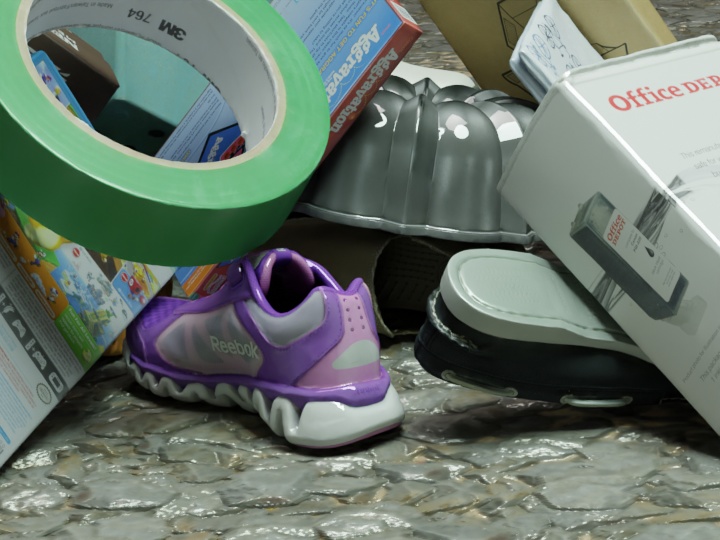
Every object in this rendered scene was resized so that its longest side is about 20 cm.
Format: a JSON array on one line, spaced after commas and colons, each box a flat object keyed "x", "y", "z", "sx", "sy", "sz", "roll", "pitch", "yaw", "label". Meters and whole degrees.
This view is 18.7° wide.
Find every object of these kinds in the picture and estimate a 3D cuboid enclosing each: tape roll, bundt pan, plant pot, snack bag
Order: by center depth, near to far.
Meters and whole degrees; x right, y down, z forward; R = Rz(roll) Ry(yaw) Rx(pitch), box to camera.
[{"x": -0.115, "y": -0.093, "z": 1.136, "sx": 0.199, "sy": 0.048, "sz": 0.201, "roll": 17, "pitch": 44, "yaw": -17, "label": "tape roll"}, {"x": 0.033, "y": -0.073, "z": 1.291, "sx": 0.200, "sy": 0.077, "sz": 0.202, "roll": 7, "pitch": 10, "yaw": -1, "label": "bundt pan"}, {"x": 0.166, "y": -0.077, "z": 1.344, "sx": 0.021, "sy": 0.200, "sz": 0.189, "roll": -37, "pitch": 7, "yaw": 18, "label": "snack bag"}, {"x": -0.144, "y": -0.164, "z": 1.402, "sx": 0.141, "sy": 0.202, "sz": 0.141, "roll": -24, "pitch": -35, "yaw": 38, "label": "plant pot"}]

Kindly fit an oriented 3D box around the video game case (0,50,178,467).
[{"x": -0.179, "y": -0.007, "z": 1.114, "sx": 0.018, "sy": 0.144, "sz": 0.200, "roll": -19, "pitch": 20, "yaw": 36, "label": "video game case"}]

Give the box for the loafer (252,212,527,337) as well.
[{"x": 0.000, "y": 0.000, "z": 1.266, "sx": 0.198, "sy": 0.077, "sz": 0.067, "roll": -2, "pitch": 9, "yaw": 5, "label": "loafer"}]

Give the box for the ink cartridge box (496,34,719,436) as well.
[{"x": 0.188, "y": -0.017, "z": 1.100, "sx": 0.145, "sy": 0.085, "sz": 0.200, "roll": -16, "pitch": 58, "yaw": -42, "label": "ink cartridge box"}]

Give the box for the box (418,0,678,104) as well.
[{"x": 0.140, "y": -0.142, "z": 1.454, "sx": 0.021, "sy": 0.201, "sz": 0.163, "roll": -45, "pitch": 14, "yaw": -36, "label": "box"}]

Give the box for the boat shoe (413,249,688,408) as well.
[{"x": 0.122, "y": 0.037, "z": 1.117, "sx": 0.198, "sy": 0.061, "sz": 0.076, "roll": 14, "pitch": 40, "yaw": -18, "label": "boat shoe"}]

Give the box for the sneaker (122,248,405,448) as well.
[{"x": -0.054, "y": 0.028, "z": 1.150, "sx": 0.080, "sy": 0.089, "sz": 0.199, "roll": -17, "pitch": 19, "yaw": -38, "label": "sneaker"}]

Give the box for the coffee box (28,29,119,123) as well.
[{"x": -0.247, "y": -0.070, "z": 1.272, "sx": 0.114, "sy": 0.201, "sz": 0.080, "roll": 34, "pitch": 8, "yaw": -23, "label": "coffee box"}]

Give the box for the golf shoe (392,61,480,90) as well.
[{"x": -0.016, "y": -0.134, "z": 1.456, "sx": 0.198, "sy": 0.089, "sz": 0.077, "roll": 4, "pitch": 14, "yaw": 12, "label": "golf shoe"}]

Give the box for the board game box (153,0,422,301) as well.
[{"x": -0.052, "y": -0.087, "z": 1.233, "sx": 0.019, "sy": 0.200, "sz": 0.103, "roll": 23, "pitch": 23, "yaw": -42, "label": "board game box"}]

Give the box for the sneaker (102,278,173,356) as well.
[{"x": -0.190, "y": 0.018, "z": 1.237, "sx": 0.088, "sy": 0.076, "sz": 0.199, "roll": 4, "pitch": 14, "yaw": 34, "label": "sneaker"}]
